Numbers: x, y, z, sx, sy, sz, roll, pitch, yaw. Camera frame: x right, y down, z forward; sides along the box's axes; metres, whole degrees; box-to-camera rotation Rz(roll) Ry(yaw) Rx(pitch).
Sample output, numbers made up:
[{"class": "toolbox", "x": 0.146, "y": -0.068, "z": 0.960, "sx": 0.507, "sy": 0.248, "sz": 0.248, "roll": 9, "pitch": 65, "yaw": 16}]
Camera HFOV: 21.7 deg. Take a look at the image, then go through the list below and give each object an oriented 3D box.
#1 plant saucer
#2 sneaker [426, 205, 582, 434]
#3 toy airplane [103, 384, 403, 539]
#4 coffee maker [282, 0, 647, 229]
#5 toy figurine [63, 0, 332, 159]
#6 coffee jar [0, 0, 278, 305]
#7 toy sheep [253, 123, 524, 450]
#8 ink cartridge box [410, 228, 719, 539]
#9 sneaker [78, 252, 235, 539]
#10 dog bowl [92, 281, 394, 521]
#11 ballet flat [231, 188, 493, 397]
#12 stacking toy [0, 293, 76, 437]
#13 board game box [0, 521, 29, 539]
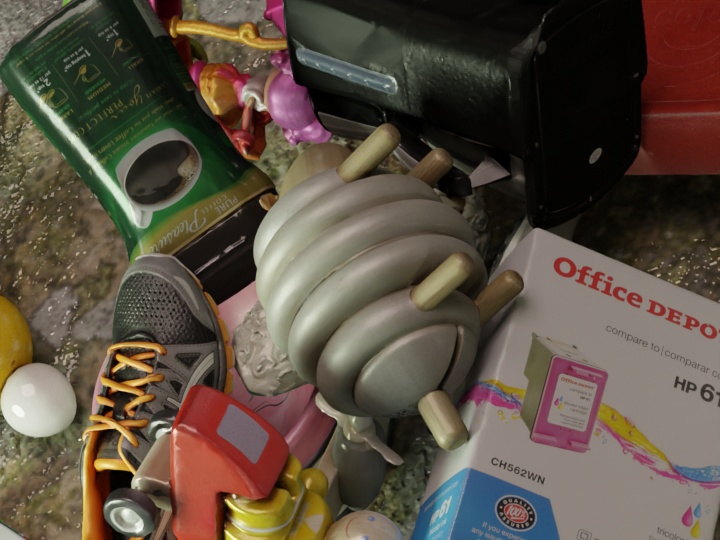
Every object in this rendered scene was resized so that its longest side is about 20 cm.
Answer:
[{"class": "plant saucer", "x": 0.215, "y": -0.150, "z": 1.156, "sx": 0.198, "sy": 0.037, "sz": 0.201, "roll": 2, "pitch": 57, "yaw": 41}, {"class": "sneaker", "x": 0.105, "y": 0.030, "z": 1.148, "sx": 0.079, "sy": 0.074, "sz": 0.201, "roll": 23, "pitch": 59, "yaw": 2}, {"class": "toy airplane", "x": -0.036, "y": 0.166, "z": 1.029, "sx": 0.140, "sy": 0.199, "sz": 0.202, "roll": -4, "pitch": 82, "yaw": 27}, {"class": "coffee maker", "x": 0.063, "y": -0.147, "z": 1.118, "sx": 0.199, "sy": 0.134, "sz": 0.194, "roll": 25, "pitch": 113, "yaw": 38}, {"class": "toy figurine", "x": -0.082, "y": -0.134, "z": 1.266, "sx": 0.182, "sy": 0.202, "sz": 0.150, "roll": 4, "pitch": 31, "yaw": 19}, {"class": "coffee jar", "x": -0.128, "y": -0.072, "z": 1.157, "sx": 0.104, "sy": 0.085, "sz": 0.201, "roll": -34, "pitch": 88, "yaw": 1}, {"class": "toy sheep", "x": 0.011, "y": 0.010, "z": 1.023, "sx": 0.137, "sy": 0.138, "sz": 0.201, "roll": -29, "pitch": 56, "yaw": 4}, {"class": "ink cartridge box", "x": 0.123, "y": 0.098, "z": 1.033, "sx": 0.143, "sy": 0.085, "sz": 0.201, "roll": 22, "pitch": 61, "yaw": -6}, {"class": "sneaker", "x": -0.124, "y": 0.089, "z": 1.085, "sx": 0.078, "sy": 0.077, "sz": 0.202, "roll": -6, "pitch": 81, "yaw": 31}, {"class": "dog bowl", "x": -0.082, "y": 0.084, "z": 1.184, "sx": 0.198, "sy": 0.074, "sz": 0.202, "roll": -12, "pitch": 54, "yaw": 17}, {"class": "ballet flat", "x": 0.000, "y": 0.000, "z": 1.134, "sx": 0.199, "sy": 0.072, "sz": 0.072, "roll": -33, "pitch": 46, "yaw": -29}, {"class": "stacking toy", "x": -0.274, "y": 0.048, "z": 1.281, "sx": 0.199, "sy": 0.146, "sz": 0.147, "roll": 29, "pitch": 72, "yaw": 21}, {"class": "board game box", "x": -0.233, "y": 0.243, "z": 1.164, "sx": 0.199, "sy": 0.040, "sz": 0.153, "roll": 25, "pitch": 70, "yaw": 35}]
